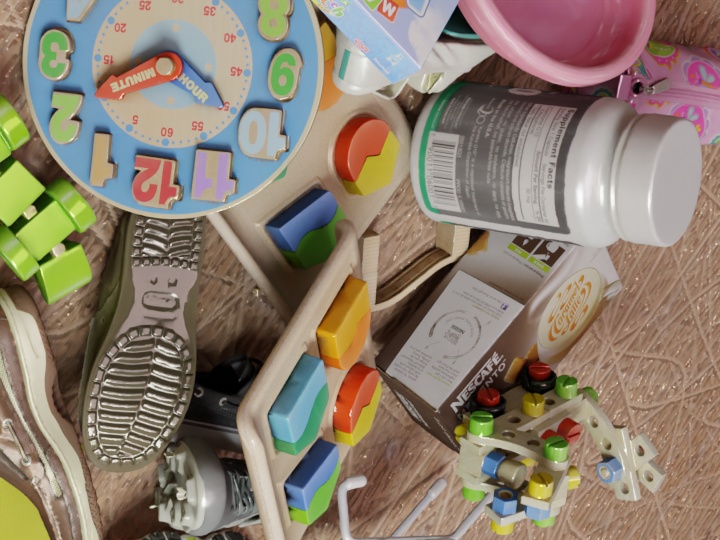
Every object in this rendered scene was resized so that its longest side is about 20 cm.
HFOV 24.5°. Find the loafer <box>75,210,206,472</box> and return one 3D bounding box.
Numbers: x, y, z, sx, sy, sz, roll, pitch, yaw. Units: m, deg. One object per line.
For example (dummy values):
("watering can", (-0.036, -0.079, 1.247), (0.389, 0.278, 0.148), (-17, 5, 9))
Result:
("loafer", (-0.151, 0.041, 1.160), (0.076, 0.067, 0.201), (15, 88, -18))

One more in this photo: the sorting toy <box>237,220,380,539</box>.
("sorting toy", (-0.026, 0.094, 1.174), (0.186, 0.036, 0.200), (82, 26, -48))

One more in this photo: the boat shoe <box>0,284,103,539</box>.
("boat shoe", (-0.238, 0.115, 1.139), (0.075, 0.075, 0.203), (-20, 101, -22))

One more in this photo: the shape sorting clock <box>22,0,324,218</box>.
("shape sorting clock", (-0.122, -0.133, 1.076), (0.199, 0.039, 0.201), (1, 99, 5))

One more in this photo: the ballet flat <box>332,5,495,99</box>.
("ballet flat", (0.039, -0.160, 1.222), (0.200, 0.069, 0.070), (-15, 120, -56))

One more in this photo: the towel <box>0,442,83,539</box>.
("towel", (-0.290, 0.172, 1.169), (0.199, 0.018, 0.086), (-7, 117, -35))

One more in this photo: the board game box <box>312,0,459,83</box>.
("board game box", (0.019, -0.247, 1.106), (0.151, 0.037, 0.200), (43, 55, -22))

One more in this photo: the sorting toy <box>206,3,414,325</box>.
("sorting toy", (-0.037, -0.087, 1.197), (0.200, 0.036, 0.185), (-57, 133, -26))

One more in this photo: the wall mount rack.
("wall mount rack", (0.031, 0.197, 1.334), (0.173, 0.200, 0.075), (3, 76, -31))

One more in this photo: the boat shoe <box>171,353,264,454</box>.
("boat shoe", (-0.100, 0.094, 1.248), (0.199, 0.070, 0.067), (13, 101, -31))

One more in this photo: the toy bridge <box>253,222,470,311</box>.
("toy bridge", (0.000, 0.000, 1.304), (0.199, 0.027, 0.068), (-12, 117, -34))

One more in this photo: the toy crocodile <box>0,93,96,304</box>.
("toy crocodile", (-0.237, -0.059, 1.087), (0.067, 0.062, 0.200), (-43, 124, -14))

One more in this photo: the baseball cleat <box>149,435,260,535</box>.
("baseball cleat", (-0.095, 0.153, 1.197), (0.106, 0.200, 0.070), (-2, 84, -13))

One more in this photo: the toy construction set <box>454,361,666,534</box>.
("toy construction set", (0.151, 0.137, 1.287), (0.199, 0.131, 0.093), (-4, 114, -47))

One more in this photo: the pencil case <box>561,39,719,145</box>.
("pencil case", (0.260, -0.151, 1.398), (0.199, 0.087, 0.088), (3, 107, -39))

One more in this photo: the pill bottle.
("pill bottle", (0.147, -0.078, 1.253), (0.113, 0.199, 0.114), (-24, 119, -53))

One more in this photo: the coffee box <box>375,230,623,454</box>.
("coffee box", (0.115, 0.044, 1.359), (0.200, 0.080, 0.114), (-48, 145, -10))

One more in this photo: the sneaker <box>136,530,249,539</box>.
("sneaker", (-0.138, 0.247, 1.288), (0.085, 0.077, 0.200), (-30, 149, 22))

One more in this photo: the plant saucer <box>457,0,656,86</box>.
("plant saucer", (0.135, -0.230, 1.245), (0.200, 0.051, 0.202), (11, 70, -34))
